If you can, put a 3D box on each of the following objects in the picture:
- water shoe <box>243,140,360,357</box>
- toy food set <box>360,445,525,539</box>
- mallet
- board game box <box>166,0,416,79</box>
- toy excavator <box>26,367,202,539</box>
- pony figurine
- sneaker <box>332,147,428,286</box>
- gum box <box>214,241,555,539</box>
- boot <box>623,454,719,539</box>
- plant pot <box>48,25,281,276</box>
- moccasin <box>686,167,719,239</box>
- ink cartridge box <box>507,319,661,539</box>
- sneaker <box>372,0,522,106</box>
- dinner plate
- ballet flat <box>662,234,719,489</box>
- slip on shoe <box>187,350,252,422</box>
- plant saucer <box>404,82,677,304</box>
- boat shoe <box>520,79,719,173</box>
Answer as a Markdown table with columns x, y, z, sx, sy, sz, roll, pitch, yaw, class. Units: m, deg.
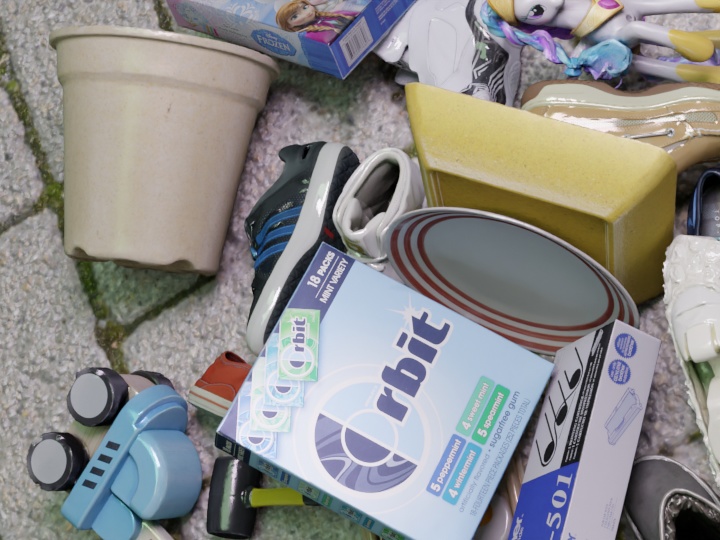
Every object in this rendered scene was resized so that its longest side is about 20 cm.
| x | y | z | sx | sy | sz | roll | pitch | yaw | class |
| --- | --- | --- | --- | --- | --- | --- | --- | --- | --- |
| -0.061 | -0.015 | 1.361 | 0.078 | 0.072 | 0.201 | 6 | 61 | 33 | water shoe |
| 0.053 | 0.175 | 1.250 | 0.142 | 0.060 | 0.202 | -20 | 67 | 19 | toy food set |
| -0.046 | 0.167 | 1.283 | 0.199 | 0.041 | 0.067 | -18 | 64 | 39 | mallet |
| -0.033 | -0.263 | 1.390 | 0.198 | 0.044 | 0.200 | 21 | 60 | 37 | board game box |
| -0.176 | 0.202 | 1.333 | 0.199 | 0.100 | 0.195 | 36 | 99 | 25 | toy excavator |
| 0.187 | -0.180 | 1.250 | 0.198 | 0.193 | 0.168 | 9 | 80 | 8 | pony figurine |
| 0.000 | 0.000 | 1.303 | 0.073 | 0.115 | 0.202 | 19 | 83 | 27 | sneaker |
| 0.019 | 0.099 | 1.208 | 0.199 | 0.045 | 0.171 | 28 | 69 | 5 | gum box |
| 0.218 | 0.179 | 1.090 | 0.072 | 0.200 | 0.182 | -41 | 61 | 7 | boot |
| -0.176 | -0.094 | 1.387 | 0.199 | 0.200 | 0.186 | 5 | 86 | 26 | plant pot |
| 0.264 | 0.022 | 1.196 | 0.080 | 0.068 | 0.202 | -17 | 67 | 19 | moccasin |
| 0.155 | 0.143 | 1.171 | 0.044 | 0.094 | 0.202 | 23 | 66 | -13 | ink cartridge box |
| 0.066 | -0.147 | 1.345 | 0.114 | 0.075 | 0.202 | 2 | 69 | 26 | sneaker |
| 0.112 | 0.005 | 1.204 | 0.198 | 0.201 | 0.024 | 13 | 65 | 28 | dinner plate |
| 0.252 | 0.072 | 1.130 | 0.071 | 0.072 | 0.202 | -16 | 90 | 19 | ballet flat |
| -0.066 | 0.105 | 1.302 | 0.199 | 0.074 | 0.062 | 14 | 72 | 52 | slip on shoe |
| 0.125 | -0.041 | 1.187 | 0.198 | 0.200 | 0.049 | 17 | 66 | 18 | plant saucer |
| 0.214 | -0.089 | 1.189 | 0.198 | 0.072 | 0.077 | 1 | 66 | 8 | boat shoe |
